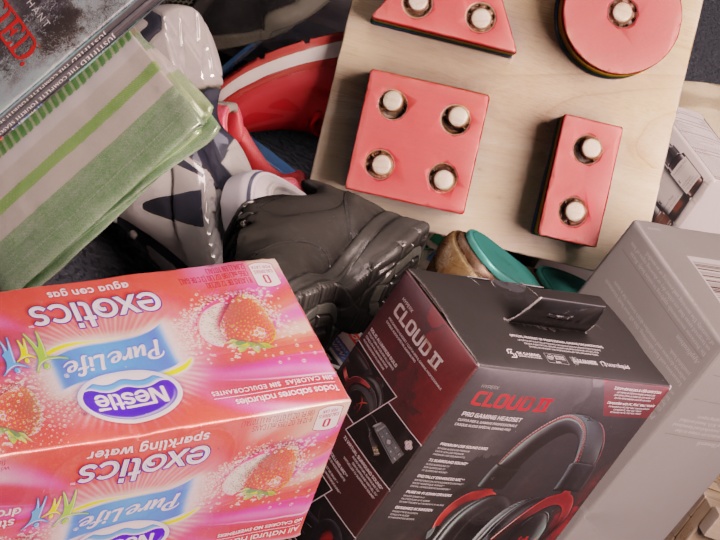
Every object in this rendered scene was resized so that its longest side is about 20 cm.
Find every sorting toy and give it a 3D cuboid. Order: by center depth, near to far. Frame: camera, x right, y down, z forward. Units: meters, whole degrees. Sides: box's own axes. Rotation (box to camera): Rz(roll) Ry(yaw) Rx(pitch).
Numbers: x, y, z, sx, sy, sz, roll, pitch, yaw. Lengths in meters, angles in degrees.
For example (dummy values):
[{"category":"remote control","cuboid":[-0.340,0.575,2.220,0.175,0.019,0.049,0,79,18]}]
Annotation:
[{"category":"sorting toy","cuboid":[0.087,-0.113,1.429,0.199,0.200,0.070,13,1,-1]}]

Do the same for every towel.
[{"category":"towel","cuboid":[-0.184,-0.096,1.380,0.200,0.152,0.023,50,2,31]}]

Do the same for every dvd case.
[{"category":"dvd case","cuboid":[-0.205,-0.146,1.383,0.146,0.200,0.022,52,2,32]}]

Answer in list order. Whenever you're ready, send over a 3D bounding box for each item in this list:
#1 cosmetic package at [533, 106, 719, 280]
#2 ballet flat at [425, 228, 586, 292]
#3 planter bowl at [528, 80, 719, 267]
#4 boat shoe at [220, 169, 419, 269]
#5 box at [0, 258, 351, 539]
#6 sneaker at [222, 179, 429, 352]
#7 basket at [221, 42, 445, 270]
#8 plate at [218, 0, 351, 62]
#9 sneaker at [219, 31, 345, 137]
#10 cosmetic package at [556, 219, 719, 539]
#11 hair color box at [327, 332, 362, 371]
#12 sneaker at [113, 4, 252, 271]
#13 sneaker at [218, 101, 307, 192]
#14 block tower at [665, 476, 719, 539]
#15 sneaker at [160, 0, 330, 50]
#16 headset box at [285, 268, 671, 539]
[{"category":"cosmetic package","cuboid":[0.160,-0.001,1.552,0.050,0.200,0.083,13,32,-37]},{"category":"ballet flat","cuboid":[0.091,0.032,1.438,0.200,0.072,0.068,21,32,-54]},{"category":"planter bowl","cuboid":[0.201,-0.018,1.677,0.200,0.200,0.135,19,55,-30]},{"category":"boat shoe","cuboid":[0.000,0.000,1.434,0.200,0.065,0.074,38,45,-41]},{"category":"box","cuboid":[-0.120,0.072,1.127,0.199,0.103,0.095,-7,48,-28]},{"category":"sneaker","cuboid":[-0.043,0.007,1.302,0.091,0.076,0.200,31,27,15]},{"category":"basket","cuboid":[0.023,-0.103,1.598,0.200,0.176,0.139,42,26,-9]},{"category":"plate","cuboid":[-0.035,-0.163,1.695,0.199,0.032,0.200,17,-11,-34]},{"category":"sneaker","cuboid":[0.011,-0.084,1.492,0.078,0.199,0.116,13,63,-75]},{"category":"cosmetic package","cuboid":[0.146,0.081,1.394,0.090,0.200,0.107,7,40,-40]},{"category":"hair color box","cuboid":[-0.058,0.074,1.317,0.199,0.064,0.111,4,39,-45]},{"category":"sneaker","cuboid":[-0.133,-0.042,1.425,0.079,0.129,0.200,-28,103,-63]},{"category":"sneaker","cuboid":[-0.110,-0.079,1.496,0.200,0.087,0.074,38,25,10]},{"category":"block tower","cuboid":[0.193,0.113,1.564,0.054,0.058,0.200,19,27,-29]},{"category":"sneaker","cuboid":[-0.093,-0.186,1.431,0.114,0.199,0.076,55,35,-36]},{"category":"headset box","cuboid":[0.051,0.087,1.264,0.148,0.200,0.075,9,35,-44]}]
